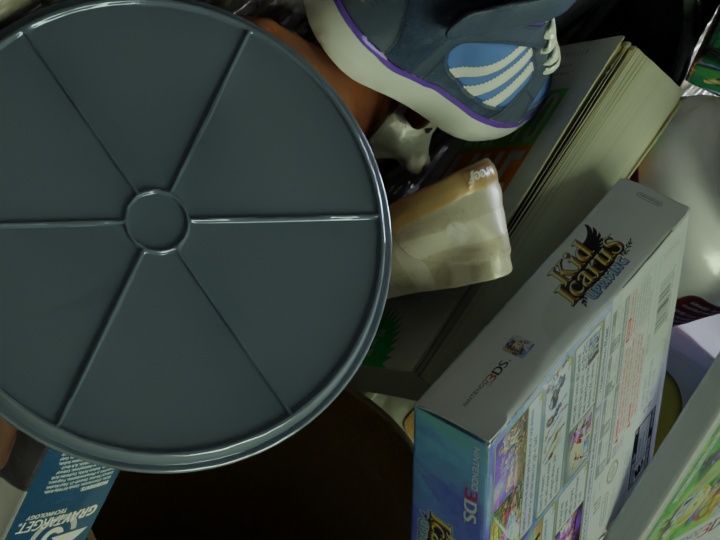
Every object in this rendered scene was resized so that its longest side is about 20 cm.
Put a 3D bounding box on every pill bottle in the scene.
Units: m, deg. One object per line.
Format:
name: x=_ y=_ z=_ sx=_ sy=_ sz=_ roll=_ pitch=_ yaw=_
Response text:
pill bottle: x=0.154 y=-0.025 z=1.200 sx=0.200 sy=0.113 sz=0.113 roll=-18 pitch=178 yaw=42

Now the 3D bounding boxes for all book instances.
book: x=0.063 y=-0.024 z=1.163 sx=0.048 sy=0.134 sz=0.200 roll=40 pitch=75 yaw=-22

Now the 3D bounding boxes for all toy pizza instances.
toy pizza: x=-0.085 y=-0.015 z=0.920 sx=0.200 sy=0.200 sz=0.032 roll=-35 pitch=176 yaw=-23

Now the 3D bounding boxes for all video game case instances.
video game case: x=0.089 y=0.083 z=1.118 sx=0.181 sy=0.045 sz=0.200 roll=-47 pitch=152 yaw=-36
video game case: x=0.213 y=0.078 z=1.236 sx=0.182 sy=0.022 sz=0.200 roll=-18 pitch=142 yaw=-52

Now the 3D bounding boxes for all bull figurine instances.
bull figurine: x=-0.037 y=-0.063 z=1.055 sx=0.121 sy=0.065 sz=0.200 roll=-50 pitch=155 yaw=10

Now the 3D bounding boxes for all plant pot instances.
plant pot: x=-0.069 y=0.178 z=1.211 sx=0.186 sy=0.186 sz=0.200 roll=-28 pitch=150 yaw=-35

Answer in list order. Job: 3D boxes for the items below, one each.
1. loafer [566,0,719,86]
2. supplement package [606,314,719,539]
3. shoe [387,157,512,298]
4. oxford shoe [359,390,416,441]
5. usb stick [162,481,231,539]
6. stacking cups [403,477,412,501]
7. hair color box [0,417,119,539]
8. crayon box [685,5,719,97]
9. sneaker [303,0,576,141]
loafer: x=0.140 y=-0.112 z=1.232 sx=0.070 sy=0.068 sz=0.201 roll=-50 pitch=171 yaw=-42
supplement package: x=0.189 y=0.041 z=1.404 sx=0.147 sy=0.191 sz=0.200 roll=-30 pitch=149 yaw=-31
shoe: x=0.000 y=0.000 z=1.108 sx=0.070 sy=0.053 sz=0.200 roll=-32 pitch=-173 yaw=-39
oxford shoe: x=0.029 y=0.096 z=1.367 sx=0.075 sy=0.058 sz=0.200 roll=-48 pitch=169 yaw=-11
usb stick: x=-0.044 y=0.083 z=1.289 sx=0.200 sy=0.033 sz=0.055 roll=-50 pitch=155 yaw=7
stacking cups: x=0.069 y=0.049 z=1.267 sx=0.061 sy=0.060 sz=0.200 roll=99 pitch=4 yaw=-50
hair color box: x=-0.155 y=0.062 z=1.009 sx=0.060 sy=0.100 sz=0.200 roll=-11 pitch=136 yaw=-50
crayon box: x=0.232 y=-0.153 z=1.244 sx=0.119 sy=0.058 sz=0.200 roll=-64 pitch=175 yaw=1
sneaker: x=0.080 y=-0.131 z=1.047 sx=0.146 sy=0.081 sz=0.200 roll=-29 pitch=159 yaw=25
